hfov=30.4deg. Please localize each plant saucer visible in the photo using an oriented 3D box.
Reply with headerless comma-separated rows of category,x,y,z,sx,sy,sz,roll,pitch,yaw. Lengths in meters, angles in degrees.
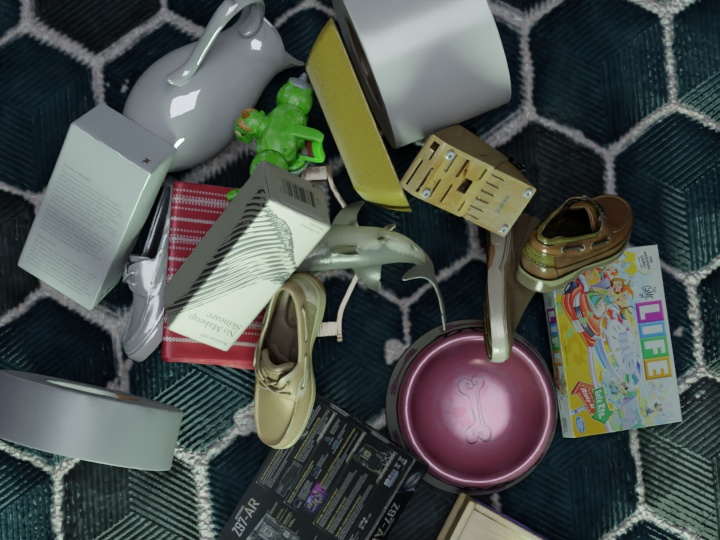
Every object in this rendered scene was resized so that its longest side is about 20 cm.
plant saucer,-0.006,-0.154,1.431,0.048,0.200,0.201,-22,87,3

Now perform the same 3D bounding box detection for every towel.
towel,-0.151,0.008,1.474,0.144,0.022,0.201,6,86,-32

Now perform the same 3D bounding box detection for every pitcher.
pitcher,-0.169,-0.212,1.447,0.200,0.172,0.121,-41,69,-4

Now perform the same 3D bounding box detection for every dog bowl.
dog bowl,0.127,0.153,1.473,0.199,0.074,0.202,0,86,-1

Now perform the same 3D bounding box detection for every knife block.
knife block,0.100,-0.118,1.420,0.199,0.176,0.064,21,110,-37

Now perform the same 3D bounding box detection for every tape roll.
tape roll,-0.292,0.158,1.407,0.199,0.200,0.067,12,86,1
tape roll,0.063,-0.250,1.435,0.138,0.203,0.204,-21,87,-1

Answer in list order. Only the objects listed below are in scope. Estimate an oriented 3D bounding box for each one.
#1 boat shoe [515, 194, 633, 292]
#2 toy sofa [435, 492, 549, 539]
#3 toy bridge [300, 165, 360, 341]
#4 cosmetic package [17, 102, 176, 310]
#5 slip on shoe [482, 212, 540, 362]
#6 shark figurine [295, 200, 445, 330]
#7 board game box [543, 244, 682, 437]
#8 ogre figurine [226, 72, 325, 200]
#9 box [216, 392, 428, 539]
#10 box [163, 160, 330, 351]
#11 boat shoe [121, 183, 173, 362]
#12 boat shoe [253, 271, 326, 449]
boat shoe,0.245,-0.044,1.436,0.072,0.200,0.068,30,131,23
toy sofa,0.180,0.326,1.449,0.199,0.098,0.083,28,88,2
toy bridge,-0.030,-0.019,1.506,0.067,0.027,0.201,-4,86,-2
cosmetic package,-0.288,-0.068,1.437,0.101,0.071,0.200,32,123,2
slip on shoe,0.167,0.013,1.446,0.060,0.076,0.201,4,46,3
shark figurine,0.022,-0.004,1.447,0.213,0.128,0.090,12,130,32
board game box,0.280,0.078,1.483,0.134,0.034,0.201,-7,86,-14
ogre figurine,-0.088,-0.131,1.435,0.098,0.120,0.200,35,64,6
box,-0.043,0.255,1.445,0.160,0.044,0.201,29,86,31
box,-0.120,-0.012,1.371,0.082,0.069,0.200,22,123,-29
boat shoe,-0.228,0.000,1.470,0.068,0.072,0.201,27,86,-30
boat shoe,-0.088,0.102,1.421,0.071,0.064,0.201,14,106,21
